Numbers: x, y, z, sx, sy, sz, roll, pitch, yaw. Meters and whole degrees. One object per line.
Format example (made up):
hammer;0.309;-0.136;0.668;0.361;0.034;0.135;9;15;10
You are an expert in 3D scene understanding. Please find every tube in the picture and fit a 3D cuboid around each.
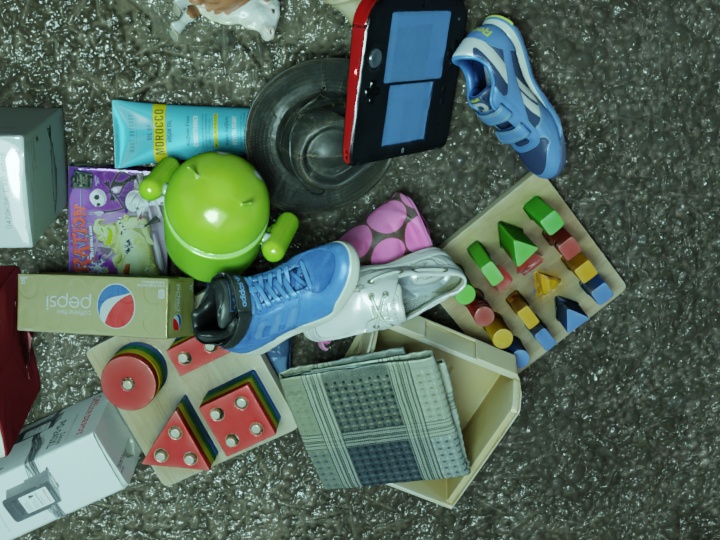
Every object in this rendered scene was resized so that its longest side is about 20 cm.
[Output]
tube;-0.188;-0.160;1.175;0.197;0.050;0.079;-2;89;-2

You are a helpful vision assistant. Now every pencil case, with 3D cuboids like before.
pencil case;0.000;0.000;1.203;0.199;0.091;0.094;-39;95;-6

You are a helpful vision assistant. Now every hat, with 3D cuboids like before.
hat;-0.027;-0.145;1.144;0.198;0.081;0.203;-11;113;-26

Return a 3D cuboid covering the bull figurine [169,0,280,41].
bull figurine;-0.172;-0.326;1.103;0.121;0.065;0.201;-37;102;-28

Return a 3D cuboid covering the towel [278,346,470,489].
towel;0.020;0.174;1.185;0.190;0.035;0.202;-8;125;14

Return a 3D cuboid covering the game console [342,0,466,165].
game console;0.052;-0.212;1.113;0.031;0.199;0.179;16;110;33

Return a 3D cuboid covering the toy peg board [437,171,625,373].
toy peg board;0.206;0.021;1.241;0.199;0.098;0.200;-38;107;7

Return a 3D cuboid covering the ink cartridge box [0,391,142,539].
ink cartridge box;-0.376;0.237;1.225;0.198;0.145;0.084;-25;106;3

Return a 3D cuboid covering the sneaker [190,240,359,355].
sneaker;-0.099;0.028;1.083;0.199;0.078;0.111;-32;153;31

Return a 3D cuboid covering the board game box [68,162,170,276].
board game box;-0.289;-0.025;1.215;0.118;0.032;0.203;3;107;-2

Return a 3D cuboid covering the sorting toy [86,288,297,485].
sorting toy;-0.206;0.150;1.211;0.197;0.070;0.202;-25;103;13

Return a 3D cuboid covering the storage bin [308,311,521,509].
storage bin;0.068;0.166;1.244;0.198;0.094;0.200;22;124;-10

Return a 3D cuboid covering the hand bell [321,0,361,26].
hand bell;0.035;-0.246;1.159;0.103;0.104;0.201;-24;120;2

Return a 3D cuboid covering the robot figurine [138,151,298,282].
robot figurine;-0.161;-0.057;1.124;0.174;0.200;0.117;27;70;-2

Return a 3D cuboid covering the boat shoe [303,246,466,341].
boat shoe;0.029;0.032;1.142;0.198;0.069;0.072;-24;120;-17

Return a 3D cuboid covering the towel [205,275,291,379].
towel;-0.141;0.102;1.258;0.110;0.049;0.203;2;108;-6

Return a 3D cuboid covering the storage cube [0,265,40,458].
storage cube;-0.484;0.109;1.157;0.197;0.180;0.173;-6;108;-5

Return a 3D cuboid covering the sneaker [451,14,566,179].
sneaker;0.169;-0.189;1.173;0.082;0.074;0.201;-35;102;-27

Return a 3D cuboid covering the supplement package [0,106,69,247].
supplement package;-0.392;-0.105;1.087;0.116;0.200;0.118;-2;108;-5

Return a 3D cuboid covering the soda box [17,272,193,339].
soda box;-0.292;0.038;1.154;0.197;0.064;0.069;2;92;18
